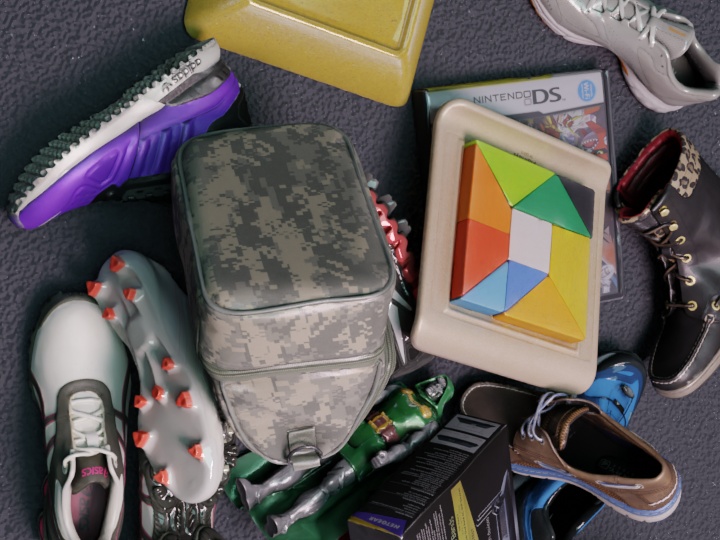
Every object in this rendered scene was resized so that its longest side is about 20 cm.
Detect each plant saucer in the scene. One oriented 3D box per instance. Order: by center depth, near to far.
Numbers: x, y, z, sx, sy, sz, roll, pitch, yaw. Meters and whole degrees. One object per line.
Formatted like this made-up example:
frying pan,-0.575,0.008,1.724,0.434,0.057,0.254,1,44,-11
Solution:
plant saucer,-0.016,-0.250,1.060,0.199,0.048,0.202,15,88,-24

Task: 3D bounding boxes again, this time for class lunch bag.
lunch bag,-0.057,0.016,0.960,0.138,0.201,0.169,-6,133,-13

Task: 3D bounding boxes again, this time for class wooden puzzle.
wooden puzzle,0.128,-0.017,1.091,0.184,0.037,0.202,18,73,-32

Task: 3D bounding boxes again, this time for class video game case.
video game case,0.137,-0.061,1.157,0.179,0.025,0.202,-9,99,-23

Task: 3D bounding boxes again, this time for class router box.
router box,0.066,0.239,1.080,0.157,0.052,0.202,-37,127,-45

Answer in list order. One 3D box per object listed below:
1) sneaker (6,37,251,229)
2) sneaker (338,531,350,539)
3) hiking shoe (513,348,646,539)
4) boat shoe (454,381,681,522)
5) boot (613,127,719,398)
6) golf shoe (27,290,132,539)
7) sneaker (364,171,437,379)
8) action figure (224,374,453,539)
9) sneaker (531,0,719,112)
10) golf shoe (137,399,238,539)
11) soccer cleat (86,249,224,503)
sneaker,-0.158,-0.076,1.001,0.200,0.069,0.100,-39,111,-15
sneaker,0.005,0.223,1.093,0.200,0.085,0.077,-44,110,-14
hiking shoe,0.196,0.161,1.168,0.074,0.087,0.201,37,81,-29
boat shoe,0.165,0.130,1.104,0.073,0.199,0.073,-60,154,-23
boot,0.272,-0.008,1.183,0.150,0.073,0.201,41,72,-31
golf shoe,-0.195,0.116,0.995,0.077,0.088,0.202,-4,95,-22
sneaker,0.000,0.000,1.077,0.098,0.071,0.201,-34,102,-8
action figure,-0.003,0.139,1.084,0.199,0.118,0.055,-31,149,-27
sneaker,0.231,-0.208,1.148,0.199,0.092,0.076,33,81,-23
golf shoe,-0.141,0.171,1.023,0.077,0.088,0.202,9,67,-30
soccer cleat,-0.131,0.071,0.978,0.077,0.069,0.201,14,45,-53
